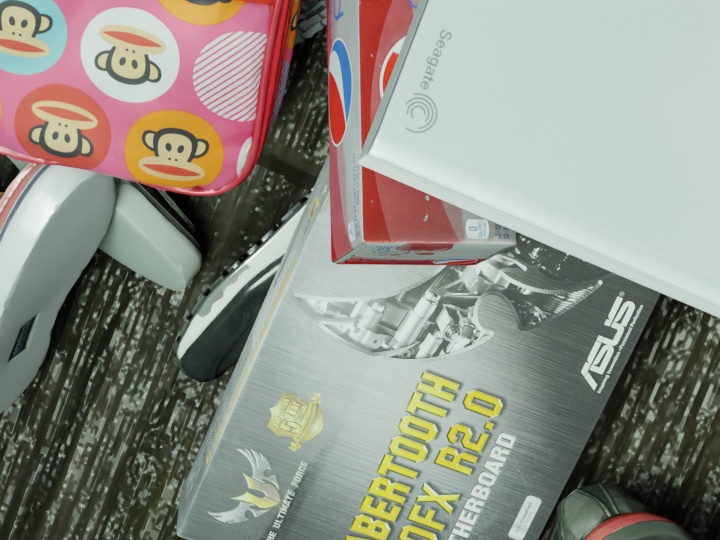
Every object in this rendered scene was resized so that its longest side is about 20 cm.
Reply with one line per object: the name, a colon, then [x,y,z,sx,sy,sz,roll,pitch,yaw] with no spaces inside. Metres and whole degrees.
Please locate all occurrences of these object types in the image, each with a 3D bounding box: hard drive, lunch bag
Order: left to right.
lunch bag: [-0.120,-0.133,0.986,0.199,0.082,0.176,14,124,1]
hard drive: [0.114,-0.066,0.937,0.200,0.027,0.132,23,78,-7]

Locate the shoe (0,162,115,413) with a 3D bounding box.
shoe: [-0.185,-0.010,1.099,0.091,0.071,0.200,43,141,10]

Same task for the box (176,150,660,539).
box: [0.025,0.056,1.054,0.158,0.048,0.200,21,110,-11]

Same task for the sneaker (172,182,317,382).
sneaker: [0.000,0.000,1.083,0.200,0.076,0.088,-43,90,16]

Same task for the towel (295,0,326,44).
towel: [-0.053,-0.192,1.067,0.200,0.086,0.166,-35,87,17]

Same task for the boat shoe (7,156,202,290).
boat shoe: [-0.140,-0.077,1.113,0.200,0.071,0.064,46,69,-8]

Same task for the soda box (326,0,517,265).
soda box: [0.023,-0.104,0.970,0.070,0.063,0.201,1,82,-13]

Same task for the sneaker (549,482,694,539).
sneaker: [0.126,0.183,1.069,0.071,0.098,0.201,-16,118,-10]
